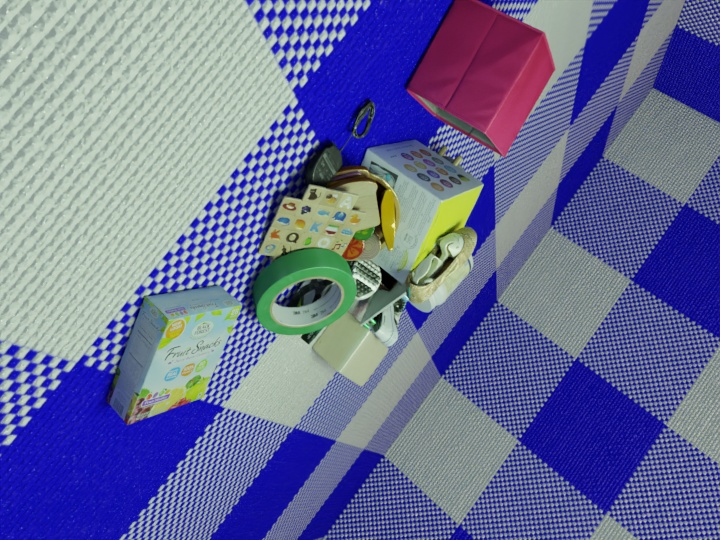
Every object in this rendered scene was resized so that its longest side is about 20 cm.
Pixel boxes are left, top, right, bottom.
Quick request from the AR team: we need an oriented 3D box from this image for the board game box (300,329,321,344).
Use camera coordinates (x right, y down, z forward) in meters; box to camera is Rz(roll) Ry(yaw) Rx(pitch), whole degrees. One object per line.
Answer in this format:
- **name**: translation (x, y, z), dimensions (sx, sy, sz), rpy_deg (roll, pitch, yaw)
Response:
- **board game box**: translation (-0.063, 0.079, 1.376), dimensions (0.136, 0.028, 0.200), rpy_deg (-54, 179, 14)

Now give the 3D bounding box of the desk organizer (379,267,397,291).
- **desk organizer**: translation (0.096, -0.049, 1.523), dimensions (0.201, 0.071, 0.077), rpy_deg (-52, -166, -7)

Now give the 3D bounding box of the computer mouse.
- **computer mouse**: translation (-0.038, -0.224, 1.090), dimensions (0.202, 0.034, 0.059), rpy_deg (-53, 143, -18)

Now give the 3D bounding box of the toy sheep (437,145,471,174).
- **toy sheep**: translation (0.190, -0.209, 1.456), dimensions (0.139, 0.137, 0.199), rpy_deg (-53, 144, -1)

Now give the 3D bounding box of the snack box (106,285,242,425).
- **snack box**: translation (-0.300, 0.132, 1.004), dimensions (0.167, 0.067, 0.204), rpy_deg (-11, 130, -60)

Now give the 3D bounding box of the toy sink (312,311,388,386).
- **toy sink**: translation (-0.024, 0.204, 1.631), dimensions (0.131, 0.111, 0.200), rpy_deg (-52, 154, -5)

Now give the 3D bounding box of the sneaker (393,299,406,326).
- **sneaker**: translation (0.092, 0.106, 1.782), dimensions (0.202, 0.076, 0.087), rpy_deg (-61, -177, 45)

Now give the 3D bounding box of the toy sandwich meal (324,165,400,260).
- **toy sandwich meal**: translation (-0.009, -0.097, 1.155), dimensions (0.199, 0.071, 0.210), rpy_deg (-5, 122, -7)

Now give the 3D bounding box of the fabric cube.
- **fabric cube**: translation (0.239, -0.377, 1.213), dimensions (0.203, 0.198, 0.195), rpy_deg (-60, 157, 11)

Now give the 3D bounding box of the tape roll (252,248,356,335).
- **tape roll**: translation (-0.106, 0.044, 1.178), dimensions (0.195, 0.049, 0.203), rpy_deg (-15, 143, -11)

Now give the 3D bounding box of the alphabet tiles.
- **alphabet tiles**: translation (-0.086, -0.067, 1.101), dimensions (0.163, 0.006, 0.202), rpy_deg (7, 133, -31)

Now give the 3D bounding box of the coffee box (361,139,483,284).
- **coffee box**: translation (0.105, -0.128, 1.293), dimensions (0.198, 0.196, 0.203), rpy_deg (-24, 144, -51)

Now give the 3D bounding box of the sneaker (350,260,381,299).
- **sneaker**: translation (0.000, 0.000, 1.345), dimensions (0.081, 0.075, 0.202), rpy_deg (-40, -158, 32)

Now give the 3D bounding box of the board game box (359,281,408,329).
- **board game box**: translation (0.092, 0.034, 1.519), dimensions (0.199, 0.026, 0.202), rpy_deg (-40, -164, 44)

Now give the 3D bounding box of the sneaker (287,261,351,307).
- **sneaker**: translation (-0.084, 0.024, 1.318), dimensions (0.201, 0.073, 0.081), rpy_deg (-52, 175, -3)

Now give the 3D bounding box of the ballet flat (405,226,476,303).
- **ballet flat**: translation (0.160, -0.021, 1.218), dimensions (0.201, 0.070, 0.066), rpy_deg (-50, 145, -15)

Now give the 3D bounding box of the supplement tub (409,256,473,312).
- **supplement tub**: translation (0.222, 0.008, 1.813), dimensions (0.200, 0.144, 0.146), rpy_deg (-44, 157, -23)

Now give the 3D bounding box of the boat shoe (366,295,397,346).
- **boat shoe**: translation (0.048, 0.110, 1.606), dimensions (0.073, 0.201, 0.067), rpy_deg (-43, 121, 11)
